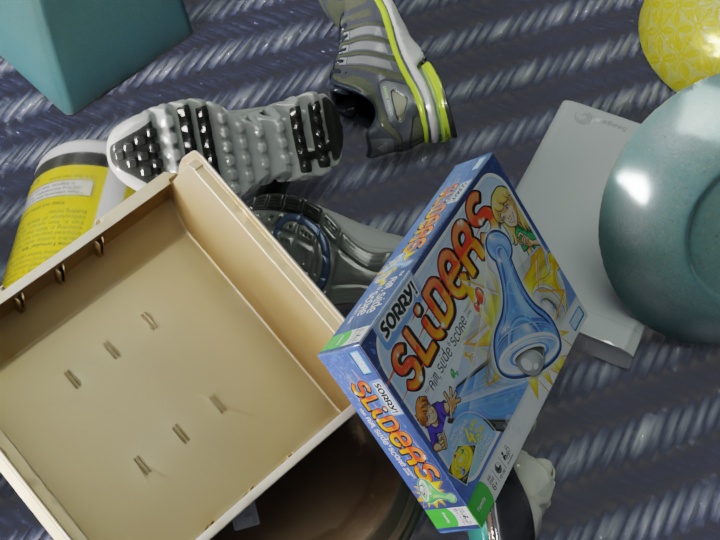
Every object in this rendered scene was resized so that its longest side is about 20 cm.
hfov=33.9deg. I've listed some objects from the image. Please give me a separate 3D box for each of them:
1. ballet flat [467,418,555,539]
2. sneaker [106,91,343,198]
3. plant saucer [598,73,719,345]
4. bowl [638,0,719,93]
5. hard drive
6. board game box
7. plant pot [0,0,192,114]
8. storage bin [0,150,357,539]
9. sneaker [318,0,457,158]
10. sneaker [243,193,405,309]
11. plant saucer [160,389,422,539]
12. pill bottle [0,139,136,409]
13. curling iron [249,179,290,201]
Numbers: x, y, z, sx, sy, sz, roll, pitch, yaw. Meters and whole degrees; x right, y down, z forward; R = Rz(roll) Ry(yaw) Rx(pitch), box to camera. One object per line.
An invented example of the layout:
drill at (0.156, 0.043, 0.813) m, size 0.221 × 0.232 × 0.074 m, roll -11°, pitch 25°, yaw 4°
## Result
ballet flat at (0.088, 0.119, 0.772) m, size 0.072 × 0.073 × 0.202 m, roll -12°, pitch 54°, yaw -6°
sneaker at (-0.104, -0.087, 0.856) m, size 0.080 × 0.076 × 0.199 m, roll 1°, pitch 8°, yaw 44°
plant saucer at (0.261, -0.033, 0.791) m, size 0.198 × 0.203 × 0.039 m, roll -10°, pitch 23°, yaw -4°
bowl at (0.336, -0.232, 0.974) m, size 0.197 × 0.108 × 0.202 m, roll -1°, pitch 56°, yaw 1°
hard drive at (0.177, -0.034, 0.897) m, size 0.131 × 0.026 × 0.201 m, roll 21°, pitch 60°, yaw 17°
board game box at (0.065, 0.038, 0.720) m, size 0.034 × 0.136 × 0.200 m, roll -17°, pitch 26°, yaw 40°
plant pot at (-0.248, -0.268, 0.972) m, size 0.141 × 0.201 × 0.141 m, roll -39°, pitch 63°, yaw -22°
storage bin at (-0.124, 0.062, 0.703) m, size 0.199 × 0.094 × 0.199 m, roll -39°, pitch 82°, yaw -23°
sneaker at (0.003, -0.174, 0.975) m, size 0.080 × 0.074 × 0.201 m, roll -24°, pitch 56°, yaw -9°
sneaker at (0.000, 0.000, 0.837) m, size 0.198 × 0.087 × 0.075 m, roll 20°, pitch 96°, yaw 14°
plant saucer at (-0.055, 0.123, 0.767) m, size 0.197 × 0.030 × 0.202 m, roll 1°, pitch 56°, yaw -1°
pill bottle at (-0.193, 0.019, 0.826) m, size 0.113 × 0.115 × 0.202 m, roll 3°, pitch 56°, yaw 5°
curling iron at (-0.070, -0.038, 0.904) m, size 0.049 × 0.026 × 0.201 m, roll 18°, pitch 46°, yaw -2°
